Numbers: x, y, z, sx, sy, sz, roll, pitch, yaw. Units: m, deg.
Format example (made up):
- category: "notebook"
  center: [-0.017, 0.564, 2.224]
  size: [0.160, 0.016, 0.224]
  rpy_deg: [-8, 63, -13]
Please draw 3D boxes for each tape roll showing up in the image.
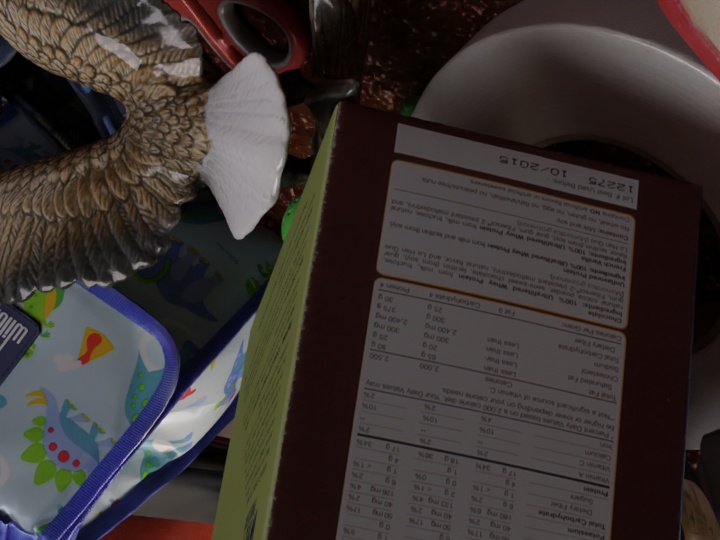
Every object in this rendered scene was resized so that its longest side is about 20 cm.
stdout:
- category: "tape roll"
  center: [0.109, -0.017, 0.786]
  size: [0.202, 0.037, 0.204]
  rpy_deg: [21, 134, 24]

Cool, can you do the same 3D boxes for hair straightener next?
- category: "hair straightener"
  center: [-0.050, 0.126, 0.961]
  size: [0.199, 0.077, 0.041]
  rpy_deg: [17, 129, -11]

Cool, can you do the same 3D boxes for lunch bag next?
- category: "lunch bag"
  center: [-0.148, 0.028, 0.907]
  size: [0.170, 0.200, 0.128]
  rpy_deg: [34, 139, 13]

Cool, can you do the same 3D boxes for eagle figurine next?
- category: "eagle figurine"
  center: [-0.097, -0.062, 0.792]
  size: [0.199, 0.152, 0.151]
  rpy_deg: [4, 144, 2]

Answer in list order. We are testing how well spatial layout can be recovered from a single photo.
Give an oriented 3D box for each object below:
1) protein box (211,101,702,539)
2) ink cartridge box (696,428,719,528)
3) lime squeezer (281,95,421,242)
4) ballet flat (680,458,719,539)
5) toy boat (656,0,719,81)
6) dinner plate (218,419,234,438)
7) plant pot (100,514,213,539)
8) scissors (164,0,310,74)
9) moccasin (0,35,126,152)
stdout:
- category: "protein box"
  center: [0.023, 0.085, 0.703]
  size: [0.134, 0.201, 0.199]
  rpy_deg: [13, 153, -7]
- category: "ink cartridge box"
  center: [0.235, 0.098, 0.682]
  size: [0.200, 0.083, 0.146]
  rpy_deg: [-25, 72, 40]
- category: "lime squeezer"
  center: [0.000, 0.000, 0.899]
  size: [0.070, 0.038, 0.201]
  rpy_deg: [-1, 127, 2]
- category: "ballet flat"
  center: [0.115, 0.094, 0.757]
  size: [0.057, 0.200, 0.067]
  rpy_deg: [13, 92, -3]
- category: "toy boat"
  center: [0.173, -0.075, 0.643]
  size: [0.200, 0.130, 0.131]
  rpy_deg: [49, 168, -6]
- category: "dinner plate"
  center: [-0.093, 0.110, 1.066]
  size: [0.199, 0.024, 0.201]
  rpy_deg: [22, 134, 25]
- category: "plant pot"
  center: [-0.156, 0.182, 1.009]
  size: [0.200, 0.195, 0.201]
  rpy_deg: [22, 135, 24]
- category: "scissors"
  center: [-0.099, -0.147, 0.862]
  size: [0.200, 0.014, 0.073]
  rpy_deg: [45, 141, -3]
- category: "moccasin"
  center: [-0.151, -0.104, 0.894]
  size: [0.200, 0.068, 0.081]
  rpy_deg: [38, 144, 15]
